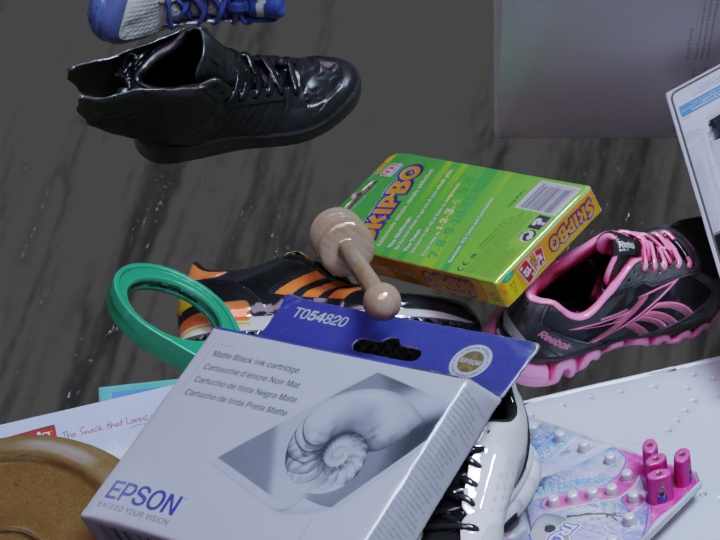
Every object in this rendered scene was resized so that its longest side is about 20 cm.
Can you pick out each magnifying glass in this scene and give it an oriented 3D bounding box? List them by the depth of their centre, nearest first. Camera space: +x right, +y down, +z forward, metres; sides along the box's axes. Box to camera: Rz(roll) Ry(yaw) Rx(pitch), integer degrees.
[{"bbox_3d":[-0.080,0.062,1.332,0.200,0.022,0.079,41,29,27],"label":"magnifying glass"}]

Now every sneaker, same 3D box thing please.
[{"bbox_3d":[0.050,0.130,1.200,0.073,0.080,0.200,0,34,15],"label":"sneaker"},{"bbox_3d":[0.174,0.004,1.410,0.200,0.096,0.079,-24,59,-23],"label":"sneaker"},{"bbox_3d":[-0.022,0.020,1.431,0.199,0.070,0.090,-3,52,-3],"label":"sneaker"},{"bbox_3d":[-0.096,-0.127,1.496,0.199,0.104,0.060,-15,60,-6],"label":"sneaker"},{"bbox_3d":[-0.097,-0.209,1.560,0.200,0.075,0.088,-32,64,-14],"label":"sneaker"}]

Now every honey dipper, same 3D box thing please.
[{"bbox_3d":[0.000,0.000,1.334,0.038,0.200,0.038,-2,104,-9],"label":"honey dipper"}]

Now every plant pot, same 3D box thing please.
[{"bbox_3d":[-0.204,0.182,1.261,0.199,0.028,0.201,-4,61,8],"label":"plant pot"}]

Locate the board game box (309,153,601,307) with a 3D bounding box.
[{"bbox_3d":[0.057,-0.030,1.428,0.096,0.030,0.200,-44,35,-23],"label":"board game box"}]

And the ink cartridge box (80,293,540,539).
[{"bbox_3d":[-0.029,0.089,1.216,0.199,0.041,0.200,9,53,40],"label":"ink cartridge box"}]

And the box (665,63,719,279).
[{"bbox_3d":[0.271,-0.027,1.412,0.060,0.117,0.200,-28,58,25],"label":"box"}]

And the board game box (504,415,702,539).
[{"bbox_3d":[0.065,0.139,1.281,0.200,0.026,0.200,17,39,38],"label":"board game box"}]

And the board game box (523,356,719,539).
[{"bbox_3d":[0.165,0.134,1.327,0.199,0.026,0.200,-12,31,-5],"label":"board game box"}]

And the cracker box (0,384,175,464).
[{"bbox_3d":[-0.140,0.176,1.303,0.134,0.058,0.200,-13,61,1],"label":"cracker box"}]

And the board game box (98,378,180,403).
[{"bbox_3d":[-0.084,0.162,1.365,0.152,0.045,0.201,-7,60,1],"label":"board game box"}]

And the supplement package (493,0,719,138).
[{"bbox_3d":[0.190,-0.200,1.476,0.199,0.191,0.147,0,60,2],"label":"supplement package"}]
